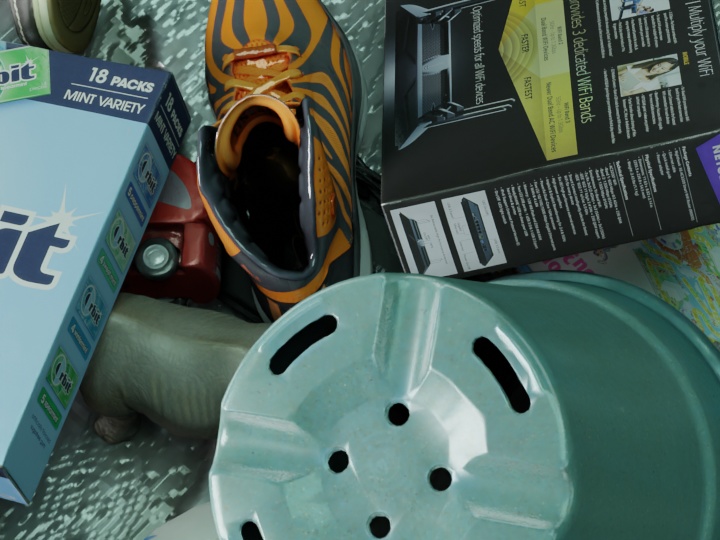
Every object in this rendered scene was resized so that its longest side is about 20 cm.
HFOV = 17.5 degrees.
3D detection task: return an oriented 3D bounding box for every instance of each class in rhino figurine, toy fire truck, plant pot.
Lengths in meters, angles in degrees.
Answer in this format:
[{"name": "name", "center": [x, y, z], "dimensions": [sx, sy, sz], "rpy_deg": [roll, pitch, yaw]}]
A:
[{"name": "rhino figurine", "center": [-0.102, 0.042, 1.068], "dimensions": [0.199, 0.088, 0.060], "rpy_deg": [14, 65, 4]}, {"name": "toy fire truck", "center": [-0.163, -0.052, 1.123], "dimensions": [0.199, 0.049, 0.142], "rpy_deg": [-1, 66, 3]}, {"name": "plant pot", "center": [0.045, 0.087, 0.955], "dimensions": [0.199, 0.196, 0.201], "rpy_deg": [-3, 82, 23]}]

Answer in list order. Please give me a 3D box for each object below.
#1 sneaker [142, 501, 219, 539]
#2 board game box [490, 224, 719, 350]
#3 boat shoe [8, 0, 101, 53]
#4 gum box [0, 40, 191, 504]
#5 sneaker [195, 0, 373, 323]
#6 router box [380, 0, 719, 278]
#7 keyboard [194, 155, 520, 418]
[{"name": "sneaker", "center": [-0.118, 0.168, 1.019], "dimensions": [0.200, 0.073, 0.072], "rpy_deg": [-37, 70, -19]}, {"name": "board game box", "center": [0.137, -0.015, 1.134], "dimensions": [0.134, 0.034, 0.200], "rpy_deg": [-33, 70, -16]}, {"name": "boat shoe", "center": [-0.177, -0.199, 1.194], "dimensions": [0.065, 0.073, 0.201], "rpy_deg": [-14, 71, 15]}, {"name": "gum box", "center": [-0.189, -0.011, 1.037], "dimensions": [0.169, 0.045, 0.201], "rpy_deg": [11, 64, 17]}, {"name": "sneaker", "center": [-0.038, -0.074, 1.080], "dimensions": [0.077, 0.112, 0.201], "rpy_deg": [-16, 66, 5]}, {"name": "router box", "center": [0.091, -0.086, 1.088], "dimensions": [0.157, 0.052, 0.200], "rpy_deg": [-12, 37, 11]}, {"name": "keyboard", "center": [0.000, 0.000, 1.126], "dimensions": [0.200, 0.040, 0.104], "rpy_deg": [32, 78, 20]}]
